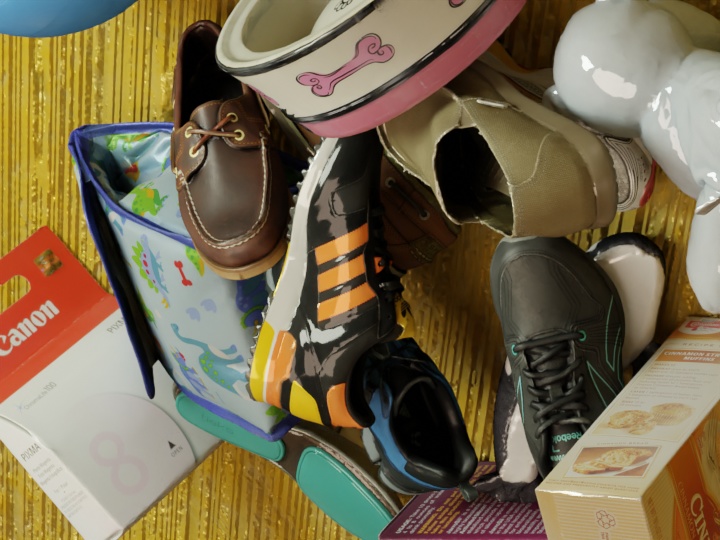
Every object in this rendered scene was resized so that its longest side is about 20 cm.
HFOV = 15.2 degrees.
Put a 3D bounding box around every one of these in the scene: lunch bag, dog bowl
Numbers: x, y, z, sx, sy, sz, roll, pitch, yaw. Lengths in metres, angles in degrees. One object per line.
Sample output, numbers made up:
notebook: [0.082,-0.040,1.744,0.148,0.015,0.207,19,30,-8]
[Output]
lunch bag: [-0.109,-0.002,1.796,0.200,0.127,0.170,25,141,44]
dog bowl: [0.016,-0.157,1.549,0.200,0.200,0.074,-18,121,43]

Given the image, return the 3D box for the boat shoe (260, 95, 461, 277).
boat shoe: [-0.007,-0.091,1.701,0.068,0.072,0.200,-32,90,15]

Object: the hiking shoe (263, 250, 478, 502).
hiking shoe: [0.015,0.052,1.695,0.200,0.074,0.087,57,160,-13]

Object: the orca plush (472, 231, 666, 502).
orca plush: [0.136,0.053,1.689,0.105,0.071,0.200,11,117,1]

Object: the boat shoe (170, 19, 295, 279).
boat shoe: [-0.088,-0.078,1.679,0.070,0.200,0.070,-20,131,4]

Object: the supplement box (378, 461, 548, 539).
supplement box: [0.132,0.203,1.762,0.200,0.103,0.131,-3,117,37]

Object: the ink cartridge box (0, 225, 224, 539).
ink cartridge box: [-0.191,0.072,1.875,0.200,0.163,0.057,52,135,-5]

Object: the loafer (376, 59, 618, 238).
loafer: [0.062,-0.069,1.508,0.200,0.067,0.076,25,125,53]

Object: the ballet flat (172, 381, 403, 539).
ballet flat: [-0.036,0.115,1.858,0.200,0.064,0.067,32,144,9]

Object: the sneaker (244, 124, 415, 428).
sneaker: [0.000,0.000,1.623,0.090,0.070,0.200,22,107,13]

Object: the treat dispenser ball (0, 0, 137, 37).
treat dispenser ball: [-0.200,-0.242,1.640,0.201,0.201,0.201,19,129,26]

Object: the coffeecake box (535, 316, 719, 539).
coffeecake box: [0.196,0.142,1.604,0.073,0.200,0.154,2,121,35]

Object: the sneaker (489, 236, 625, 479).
sneaker: [0.129,0.069,1.615,0.075,0.079,0.200,-15,112,16]

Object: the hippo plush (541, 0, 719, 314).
hippo plush: [0.176,-0.074,1.493,0.161,0.200,0.160,28,111,29]

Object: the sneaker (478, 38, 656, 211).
sneaker: [0.085,-0.084,1.617,0.200,0.082,0.078,26,132,20]
